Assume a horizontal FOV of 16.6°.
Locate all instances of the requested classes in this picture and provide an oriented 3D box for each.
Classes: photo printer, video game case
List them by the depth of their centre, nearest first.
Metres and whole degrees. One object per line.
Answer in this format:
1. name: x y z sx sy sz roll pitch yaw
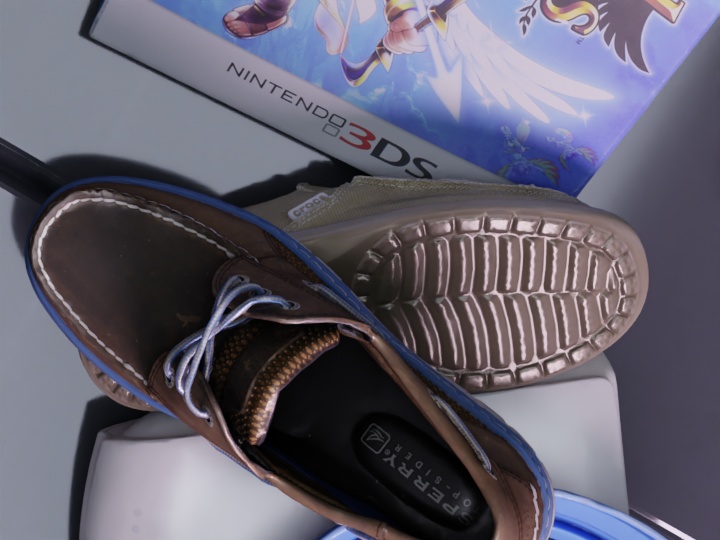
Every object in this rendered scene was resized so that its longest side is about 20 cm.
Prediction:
1. video game case: 0.030 -0.116 0.824 0.181 0.046 0.200 25 132 -12
2. photo printer: 0.000 0.120 0.888 0.199 0.069 0.167 -7 97 -9

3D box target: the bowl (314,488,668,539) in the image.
1. bowl: 0.042 0.171 0.832 0.200 0.039 0.201 1 86 -9

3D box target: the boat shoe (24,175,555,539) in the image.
1. boat shoe: -0.025 0.029 0.784 0.200 0.072 0.072 30 90 9

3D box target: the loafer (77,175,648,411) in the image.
1. loafer: 0.000 0.000 0.867 0.199 0.068 0.076 -4 119 -2
